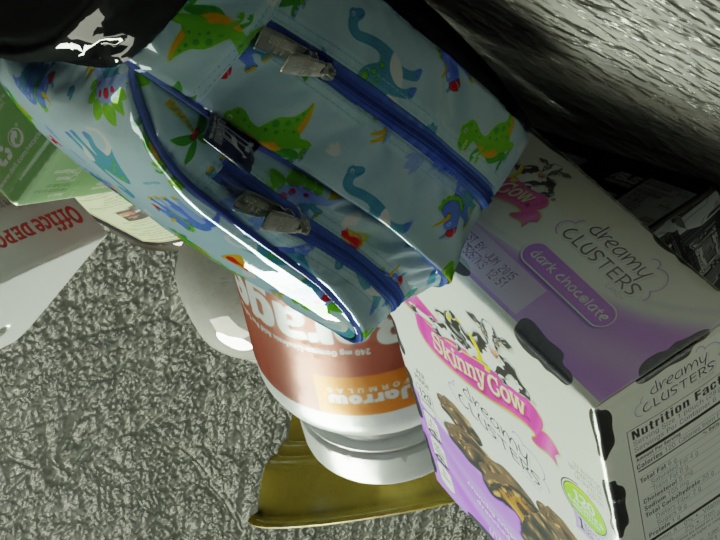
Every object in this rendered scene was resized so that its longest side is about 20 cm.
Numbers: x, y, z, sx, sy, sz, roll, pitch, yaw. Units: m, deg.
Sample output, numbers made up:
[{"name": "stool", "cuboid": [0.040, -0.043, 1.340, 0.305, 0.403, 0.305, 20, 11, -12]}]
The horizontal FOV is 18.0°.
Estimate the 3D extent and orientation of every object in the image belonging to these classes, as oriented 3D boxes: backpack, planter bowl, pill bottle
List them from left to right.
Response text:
[{"name": "backpack", "cuboid": [-0.037, -0.066, 0.791, 0.199, 0.155, 0.163, 16, -178, -35]}, {"name": "pill bottle", "cuboid": [0.000, 0.000, 1.012, 0.112, 0.112, 0.201, 28, 147, 34]}, {"name": "planter bowl", "cuboid": [0.031, 0.070, 1.173, 0.199, 0.084, 0.200, -12, 180, 0]}]

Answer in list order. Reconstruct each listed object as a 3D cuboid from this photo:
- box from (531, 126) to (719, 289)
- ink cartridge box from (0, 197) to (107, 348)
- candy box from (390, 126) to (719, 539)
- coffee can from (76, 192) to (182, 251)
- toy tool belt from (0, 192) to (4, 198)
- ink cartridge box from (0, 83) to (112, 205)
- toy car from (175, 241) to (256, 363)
[{"name": "box", "cuboid": [0.118, 0.025, 0.992, 0.158, 0.050, 0.200, 63, 166, -20]}, {"name": "ink cartridge box", "cuboid": [-0.245, -0.050, 1.166, 0.200, 0.084, 0.145, 46, -160, 3]}, {"name": "candy box", "cuboid": [0.084, 0.053, 0.909, 0.168, 0.071, 0.201, 46, 161, 42]}, {"name": "coffee can", "cuboid": [-0.156, -0.108, 1.382, 0.146, 0.147, 0.200, 28, 178, 29]}, {"name": "toy tool belt", "cuboid": [-0.177, -0.101, 1.148, 0.201, 0.122, 0.125, 57, -178, 3]}, {"name": "ink cartridge box", "cuboid": [-0.159, -0.117, 0.959, 0.200, 0.048, 0.145, 46, -158, 13]}, {"name": "toy car", "cuboid": [-0.019, -0.045, 1.202, 0.151, 0.174, 0.200, 64, -176, 7]}]
